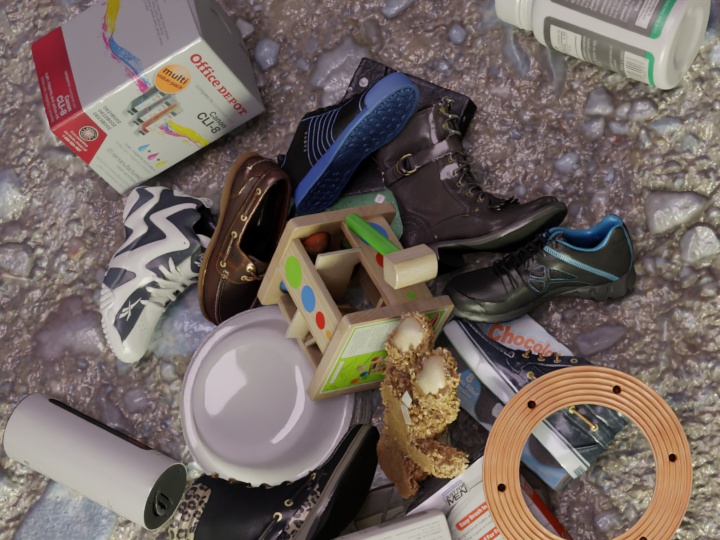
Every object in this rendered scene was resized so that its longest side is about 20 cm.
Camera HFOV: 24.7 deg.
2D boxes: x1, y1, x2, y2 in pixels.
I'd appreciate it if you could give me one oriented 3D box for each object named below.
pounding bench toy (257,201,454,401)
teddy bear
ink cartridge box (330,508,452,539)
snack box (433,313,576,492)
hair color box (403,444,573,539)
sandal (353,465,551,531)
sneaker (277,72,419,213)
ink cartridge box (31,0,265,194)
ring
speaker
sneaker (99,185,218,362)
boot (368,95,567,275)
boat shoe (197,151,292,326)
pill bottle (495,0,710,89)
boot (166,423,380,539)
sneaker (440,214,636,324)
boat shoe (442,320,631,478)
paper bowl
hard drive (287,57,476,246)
[{"bbox_3d":[0.000,0.000,1.634,0.156,0.124,0.200,60,144,29],"label":"pounding bench toy"},{"bbox_3d":[0.062,0.129,1.578,0.067,0.201,0.145,-20,33,-25],"label":"teddy bear"},{"bbox_3d":[0.025,0.340,1.530,0.160,0.050,0.201,-15,91,-13],"label":"ink cartridge box"},{"bbox_3d":[0.163,0.115,1.669,0.200,0.037,0.116,41,92,24],"label":"snack box"},{"bbox_3d":[0.147,0.278,1.591,0.111,0.064,0.200,-38,89,8],"label":"hair color box"},{"bbox_3d":[0.093,0.235,1.657,0.199,0.055,0.082,-13,92,14],"label":"sandal"},{"bbox_3d":[-0.021,-0.148,1.715,0.200,0.070,0.078,-46,59,31],"label":"sneaker"},{"bbox_3d":[-0.233,-0.215,1.818,0.200,0.145,0.145,-30,51,12],"label":"ink cartridge box"},{"bbox_3d":[0.213,0.190,1.550,0.199,0.019,0.201,0,86,-3],"label":"ring"},{"bbox_3d":[-0.288,0.207,1.791,0.199,0.081,0.081,23,86,24],"label":"speaker"},{"bbox_3d":[-0.205,0.005,1.808,0.129,0.079,0.200,2,68,29],"label":"sneaker"},{"bbox_3d":[0.101,-0.097,1.682,0.199,0.069,0.175,-18,73,22],"label":"boot"},{"bbox_3d":[-0.121,-0.023,1.754,0.070,0.070,0.201,33,119,41],"label":"boat shoe"},{"bbox_3d":[0.246,-0.270,1.689,0.199,0.113,0.113,25,87,23],"label":"pill bottle"},{"bbox_3d":[-0.084,0.218,1.624,0.153,0.074,0.204,17,59,27],"label":"boot"},{"bbox_3d":[0.174,-0.006,1.641,0.199,0.082,0.073,-13,37,-6],"label":"sneaker"},{"bbox_3d":[0.175,0.103,1.615,0.091,0.071,0.200,-43,72,-2],"label":"boat shoe"},{"bbox_3d":[-0.096,0.137,1.725,0.200,0.104,0.202,-4,77,18],"label":"paper bowl"},{"bbox_3d":[0.023,-0.115,1.776,0.139,0.038,0.201,23,85,23],"label":"hard drive"}]
